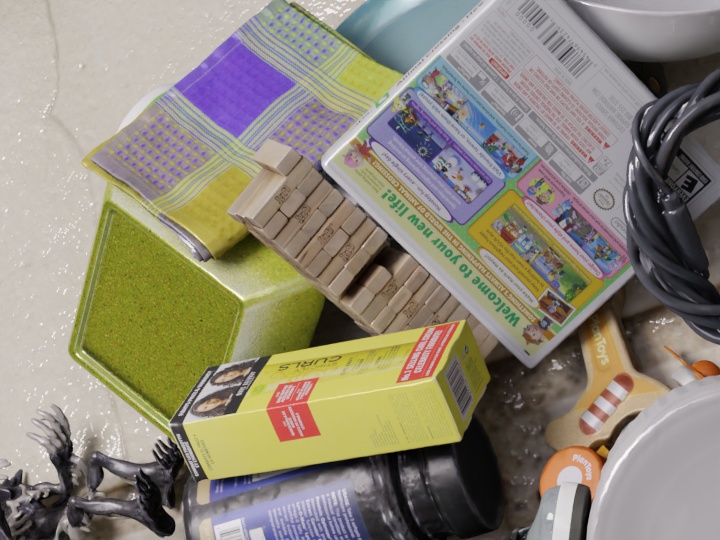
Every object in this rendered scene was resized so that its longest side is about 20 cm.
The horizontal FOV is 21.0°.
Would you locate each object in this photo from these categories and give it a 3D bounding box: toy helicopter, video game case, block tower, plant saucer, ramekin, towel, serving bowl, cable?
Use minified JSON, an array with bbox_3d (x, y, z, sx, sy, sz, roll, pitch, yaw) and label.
[{"bbox_3d":[0.175,0.073,1.256,0.132,0.079,0.201,-30,51,23],"label":"toy helicopter"},{"bbox_3d":[0.107,-0.064,1.238,0.182,0.200,0.022,-43,16,11],"label":"video game case"},{"bbox_3d":[0.000,0.000,1.271,0.058,0.200,0.054,-50,22,-7],"label":"block tower"},{"bbox_3d":[0.044,-0.151,1.376,0.199,0.027,0.201,-26,35,20],"label":"plant saucer"},{"bbox_3d":[-0.131,0.035,1.368,0.200,0.048,0.200,35,125,25],"label":"plant saucer"},{"bbox_3d":[0.228,0.154,1.146,0.201,0.094,0.204,0,100,-1],"label":"ramekin"},{"bbox_3d":[-0.080,-0.101,1.337,0.200,0.023,0.144,-40,55,-15],"label":"towel"},{"bbox_3d":[0.190,-0.195,1.297,0.199,0.066,0.201,0,38,0],"label":"serving bowl"},{"bbox_3d":[0.247,-0.034,1.222,0.200,0.051,0.163,33,107,-7],"label":"cable"}]

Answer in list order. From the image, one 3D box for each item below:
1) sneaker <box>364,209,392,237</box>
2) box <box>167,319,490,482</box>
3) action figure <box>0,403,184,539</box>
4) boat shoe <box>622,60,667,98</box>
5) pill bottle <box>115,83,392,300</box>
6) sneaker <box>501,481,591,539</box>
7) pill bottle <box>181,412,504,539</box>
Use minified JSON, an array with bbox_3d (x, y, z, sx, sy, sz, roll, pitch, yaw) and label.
[{"bbox_3d":[0.109,-0.043,1.299,0.199,0.111,0.077,-26,24,11],"label":"sneaker"},{"bbox_3d":[-0.021,0.085,1.252,0.199,0.050,0.075,-10,26,28],"label":"box"},{"bbox_3d":[-0.230,0.158,1.411,0.199,0.102,0.119,-10,27,20],"label":"action figure"},{"bbox_3d":[0.118,-0.108,1.348,0.199,0.076,0.074,-22,38,16],"label":"boat shoe"},{"bbox_3d":[-0.077,-0.052,1.400,0.199,0.111,0.111,26,87,30],"label":"pill bottle"},{"bbox_3d":[0.072,0.196,1.197,0.120,0.201,0.084,15,38,7],"label":"sneaker"},{"bbox_3d":[-0.010,0.158,1.299,0.199,0.112,0.112,-18,67,21],"label":"pill bottle"}]
